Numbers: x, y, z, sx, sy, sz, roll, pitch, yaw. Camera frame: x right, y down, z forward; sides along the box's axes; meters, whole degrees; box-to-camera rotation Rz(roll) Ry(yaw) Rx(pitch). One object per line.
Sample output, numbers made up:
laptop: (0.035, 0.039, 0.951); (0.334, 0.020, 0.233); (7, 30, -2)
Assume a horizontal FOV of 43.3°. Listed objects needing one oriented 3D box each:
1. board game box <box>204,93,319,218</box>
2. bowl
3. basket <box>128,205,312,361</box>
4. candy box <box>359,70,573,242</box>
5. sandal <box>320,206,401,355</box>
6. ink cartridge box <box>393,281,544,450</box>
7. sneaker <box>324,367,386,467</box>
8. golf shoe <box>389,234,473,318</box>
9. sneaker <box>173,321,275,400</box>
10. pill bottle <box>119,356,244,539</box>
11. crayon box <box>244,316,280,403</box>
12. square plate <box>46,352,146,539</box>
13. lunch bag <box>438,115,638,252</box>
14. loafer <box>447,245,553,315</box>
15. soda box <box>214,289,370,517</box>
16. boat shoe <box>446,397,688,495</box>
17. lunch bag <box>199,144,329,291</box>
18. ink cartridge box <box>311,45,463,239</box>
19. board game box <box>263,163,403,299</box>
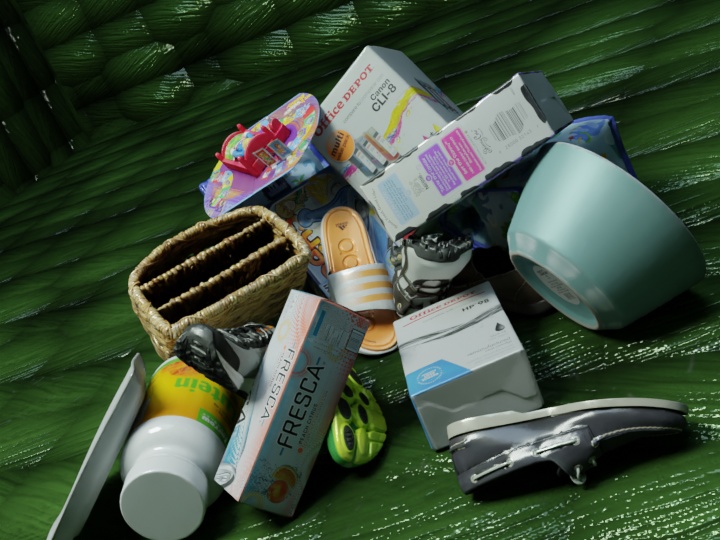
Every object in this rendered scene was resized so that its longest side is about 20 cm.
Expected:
board game box: (-0.137, -0.158, 1.137); (0.199, 0.039, 0.159); (-28, 38, 28)
bowl: (0.222, -0.018, 0.885); (0.105, 0.201, 0.200); (-49, 26, -6)
basket: (-0.172, 0.001, 1.068); (0.199, 0.144, 0.149); (-30, -17, -18)
candy box: (0.117, -0.124, 0.964); (0.199, 0.072, 0.168); (-34, 0, 23)
sandal: (-0.008, 0.002, 1.078); (0.078, 0.059, 0.209); (-16, 63, -6)
ink cartridge box: (0.100, 0.082, 0.916); (0.115, 0.067, 0.200); (-24, 22, 5)
sneaker: (-0.032, 0.147, 0.934); (0.084, 0.074, 0.200); (-53, 25, 10)
golf shoe: (0.076, 0.011, 0.980); (0.077, 0.096, 0.200); (3, -5, -4)
sneaker: (-0.122, 0.081, 0.907); (0.073, 0.200, 0.080); (27, 81, 20)
pill bottle: (-0.185, 0.181, 0.941); (0.110, 0.112, 0.201); (-21, 22, 9)
crayon box: (-0.142, 0.113, 1.125); (0.198, 0.052, 0.126); (-27, 22, -1)
square plate: (-0.272, 0.190, 0.959); (0.200, 0.028, 0.200); (-66, 11, -5)
lunch bag: (0.209, -0.094, 1.111); (0.169, 0.129, 0.199); (-35, 20, -22)
loafer: (0.144, -0.002, 1.040); (0.199, 0.072, 0.073); (3, 39, 47)
soda box: (-0.065, 0.123, 0.865); (0.068, 0.063, 0.202); (12, 78, 60)
boat shoe: (0.169, 0.145, 0.742); (0.197, 0.073, 0.064); (-11, 68, 20)
lunch bag: (-0.105, -0.072, 1.260); (0.169, 0.202, 0.127); (-31, 6, -18)
ink cartridge box: (0.054, -0.164, 1.161); (0.146, 0.200, 0.144); (-48, -9, 20)
board game box: (-0.020, -0.032, 1.152); (0.135, 0.200, 0.035); (-34, -20, -19)
